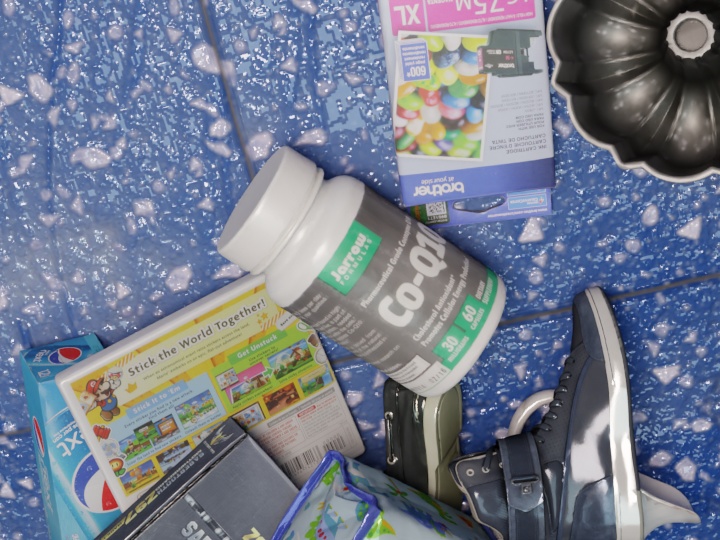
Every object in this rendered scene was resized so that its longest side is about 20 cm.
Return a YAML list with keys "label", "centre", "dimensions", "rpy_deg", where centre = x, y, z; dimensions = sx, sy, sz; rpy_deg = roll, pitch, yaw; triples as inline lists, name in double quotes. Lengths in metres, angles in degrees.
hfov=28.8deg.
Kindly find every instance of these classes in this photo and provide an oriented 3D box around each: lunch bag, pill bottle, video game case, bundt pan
- label: "lunch bag"
  centre: [0.005, 0.266, 1.059]
  dimensions: [0.170, 0.127, 0.200]
  rpy_deg: [31, 97, -27]
- label: "pill bottle"
  centre: [0.000, 0.000, 1.054]
  dimensions: [0.200, 0.113, 0.113]
  rpy_deg: [33, 109, -14]
- label: "video game case"
  centre: [-0.114, 0.114, 1.109]
  dimensions: [0.200, 0.023, 0.182]
  rpy_deg: [-28, 112, -15]
- label: "bundt pan"
  centre: [0.236, -0.160, 0.982]
  dimensions: [0.202, 0.076, 0.202]
  rpy_deg: [1, 93, 20]

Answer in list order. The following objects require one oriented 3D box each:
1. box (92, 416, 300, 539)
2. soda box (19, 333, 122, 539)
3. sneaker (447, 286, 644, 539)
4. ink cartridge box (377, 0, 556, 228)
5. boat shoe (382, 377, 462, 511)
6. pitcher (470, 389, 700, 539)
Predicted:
- label: "box"
  centre: [-0.095, 0.239, 1.103]
  dimensions: [0.158, 0.051, 0.200]
  rpy_deg: [-41, 113, -10]
- label: "soda box"
  centre: [-0.224, 0.159, 1.134]
  dimensions: [0.064, 0.068, 0.200]
  rpy_deg: [-14, 115, -22]
- label: "sneaker"
  centre: [0.138, 0.115, 1.093]
  dimensions: [0.146, 0.077, 0.203]
  rpy_deg: [-4, 77, 7]
- label: "ink cartridge box"
  centre: [0.082, -0.122, 1.045]
  dimensions: [0.119, 0.042, 0.200]
  rpy_deg: [-7, 114, 2]
- label: "boat shoe"
  centre: [0.042, 0.172, 1.155]
  dimensions: [0.066, 0.075, 0.200]
  rpy_deg: [13, 125, 24]
- label: "pitcher"
  centre: [0.151, 0.214, 1.157]
  dimensions: [0.172, 0.121, 0.200]
  rpy_deg: [44, 96, 4]
